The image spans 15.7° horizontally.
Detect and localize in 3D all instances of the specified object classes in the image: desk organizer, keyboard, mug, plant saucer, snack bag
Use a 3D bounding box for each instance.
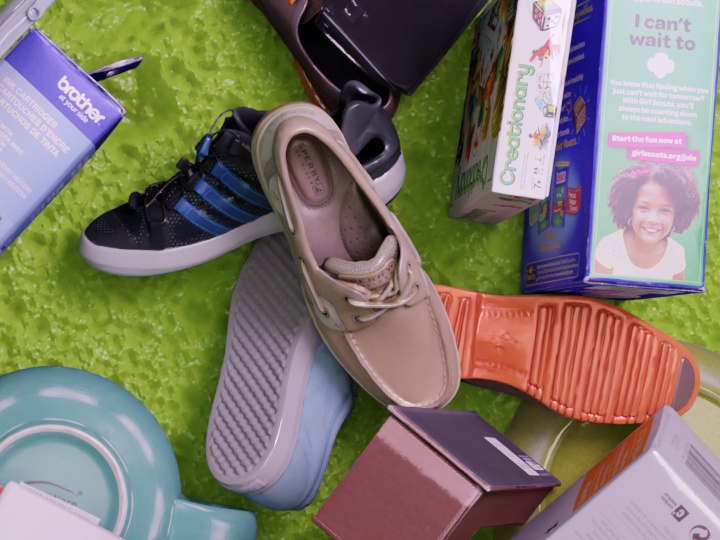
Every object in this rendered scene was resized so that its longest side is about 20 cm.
[{"bbox_3d":[0.046,0.129,1.480,0.072,0.200,0.077,39,97,15],"label":"desk organizer"},{"bbox_3d":[0.033,-0.207,1.554,0.127,0.021,0.200,46,59,-14],"label":"keyboard"},{"bbox_3d":[-0.164,0.125,1.505,0.184,0.114,0.153,-21,90,-7],"label":"mug"},{"bbox_3d":[0.179,0.141,1.590,0.199,0.031,0.201,0,88,-8],"label":"plant saucer"},{"bbox_3d":[-0.233,-0.102,1.466,0.021,0.200,0.189,44,84,-10],"label":"snack bag"}]

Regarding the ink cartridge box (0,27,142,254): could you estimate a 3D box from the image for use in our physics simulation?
[{"bbox_3d":[-0.209,-0.061,1.497,0.076,0.136,0.200,42,84,-6],"label":"ink cartridge box"}]

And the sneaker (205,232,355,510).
[{"bbox_3d":[-0.034,0.049,1.559,0.074,0.082,0.201,6,68,36],"label":"sneaker"}]

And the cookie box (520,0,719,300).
[{"bbox_3d":[0.151,-0.086,1.527,0.075,0.171,0.201,4,87,-9],"label":"cookie box"}]

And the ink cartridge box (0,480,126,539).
[{"bbox_3d":[-0.229,0.205,1.400,0.175,0.045,0.201,26,79,5],"label":"ink cartridge box"}]

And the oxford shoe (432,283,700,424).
[{"bbox_3d":[0.104,0.045,1.561,0.199,0.073,0.072,15,90,-1],"label":"oxford shoe"}]

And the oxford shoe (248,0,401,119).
[{"bbox_3d":[-0.034,-0.174,1.556,0.071,0.073,0.200,-35,92,-7],"label":"oxford shoe"}]

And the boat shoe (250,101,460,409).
[{"bbox_3d":[0.000,0.000,1.475,0.072,0.065,0.201,-27,106,-3],"label":"boat shoe"}]

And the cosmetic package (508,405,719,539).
[{"bbox_3d":[0.123,0.177,1.512,0.200,0.101,0.071,-43,91,16],"label":"cosmetic package"}]

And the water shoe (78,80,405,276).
[{"bbox_3d":[-0.075,-0.059,1.528,0.199,0.072,0.079,-16,118,3],"label":"water shoe"}]

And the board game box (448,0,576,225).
[{"bbox_3d":[0.086,-0.097,1.504,0.034,0.200,0.127,8,86,-4],"label":"board game box"}]
